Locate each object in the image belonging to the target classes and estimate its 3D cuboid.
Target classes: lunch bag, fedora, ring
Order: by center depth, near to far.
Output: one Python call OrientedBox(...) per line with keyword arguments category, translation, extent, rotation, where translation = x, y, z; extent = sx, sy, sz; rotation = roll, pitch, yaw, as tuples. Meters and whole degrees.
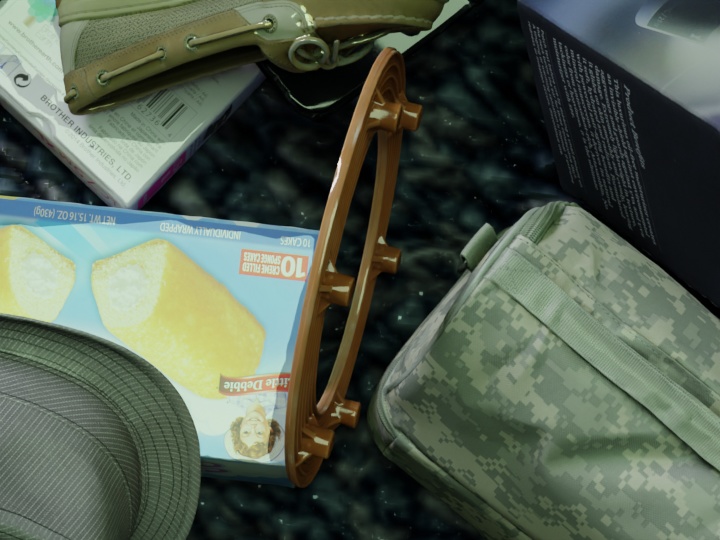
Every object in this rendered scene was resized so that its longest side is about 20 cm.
OrientedBox(category="fedora", translation=(-0.171, 0.111, 0.853), extent=(0.198, 0.091, 0.178), rotation=(10, 121, -6))
OrientedBox(category="ring", translation=(0.000, 0.000, 0.881), extent=(0.019, 0.201, 0.202), rotation=(13, 76, 7))
OrientedBox(category="lunch bag", translation=(0.115, 0.069, 0.893), extent=(0.200, 0.168, 0.140), rotation=(40, 77, 4))

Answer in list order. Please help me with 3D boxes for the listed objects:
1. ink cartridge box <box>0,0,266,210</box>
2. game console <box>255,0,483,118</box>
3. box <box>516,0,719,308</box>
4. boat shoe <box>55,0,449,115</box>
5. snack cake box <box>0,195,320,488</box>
OrientedBox(category="ink cartridge box", translation=(-0.093, -0.137, 0.987), extent=(0.119, 0.042, 0.200), rotation=(42, 80, 3))
OrientedBox(category="game console", translation=(-0.014, -0.205, 0.926), extent=(0.172, 0.119, 0.200), rotation=(-37, 87, -11))
OrientedBox(category="box", translation=(0.212, -0.088, 0.907), extent=(0.199, 0.198, 0.124), rotation=(-27, 124, -12))
OrientedBox(category="boat shoe", translation=(-0.052, -0.108, 0.905), extent=(0.199, 0.073, 0.064), rotation=(-1, 90, 21))
OrientedBox(category="snack cake box", translation=(-0.121, 0.033, 0.932), extent=(0.198, 0.067, 0.116), rotation=(6, 76, -3))
